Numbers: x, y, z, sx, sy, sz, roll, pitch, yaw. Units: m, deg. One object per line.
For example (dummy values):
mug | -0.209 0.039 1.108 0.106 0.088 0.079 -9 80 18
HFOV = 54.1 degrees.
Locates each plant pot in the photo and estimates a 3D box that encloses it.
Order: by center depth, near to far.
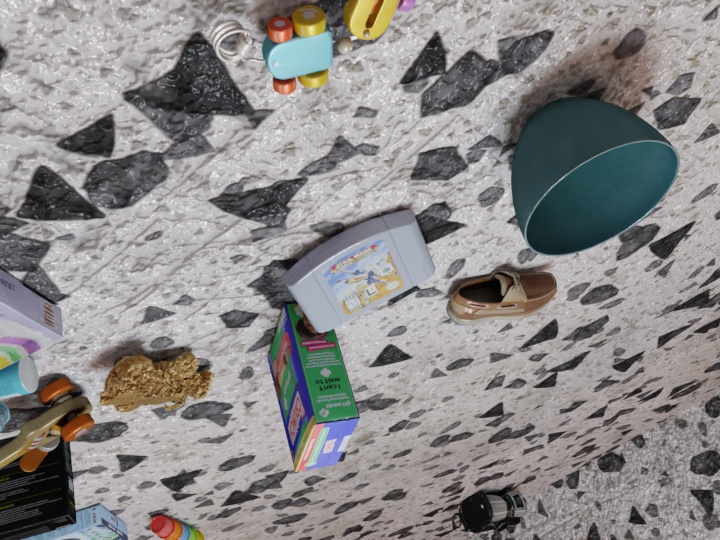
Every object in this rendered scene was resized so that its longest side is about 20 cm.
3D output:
plant pot | 0.266 -0.133 0.873 0.197 0.136 0.201 -15 148 -10

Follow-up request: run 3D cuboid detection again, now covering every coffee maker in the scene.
coffee maker | 0.447 0.834 2.446 0.198 0.137 0.191 11 160 -39

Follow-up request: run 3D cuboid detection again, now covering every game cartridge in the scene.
game cartridge | 0.000 0.000 0.981 0.198 0.042 0.134 -28 140 2

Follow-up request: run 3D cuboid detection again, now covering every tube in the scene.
tube | -0.533 0.163 0.934 0.197 0.051 0.078 -15 148 -1

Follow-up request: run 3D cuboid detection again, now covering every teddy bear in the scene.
teddy bear | -0.307 0.168 1.066 0.144 0.068 0.199 -32 154 34

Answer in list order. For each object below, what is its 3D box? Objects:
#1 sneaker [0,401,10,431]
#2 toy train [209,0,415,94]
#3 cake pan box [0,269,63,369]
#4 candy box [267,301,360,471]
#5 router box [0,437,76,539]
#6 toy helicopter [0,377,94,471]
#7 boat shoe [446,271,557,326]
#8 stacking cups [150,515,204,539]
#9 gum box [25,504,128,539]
sneaker | -0.566 0.230 0.983 0.197 0.086 0.079 -14 109 24
toy train | -0.036 -0.249 0.607 0.199 0.056 0.150 -39 143 20
cake pan box | -0.478 0.059 0.805 0.182 0.053 0.200 -27 147 4
candy box | -0.076 0.176 1.069 0.076 0.202 0.170 -6 145 -22
router box | -0.550 0.341 1.086 0.197 0.151 0.051 -12 147 -14
toy helicopter | -0.481 0.248 1.016 0.199 0.079 0.132 -33 171 -26
boat shoe | 0.241 0.039 1.174 0.197 0.076 0.072 -15 146 -12
stacking cups | -0.437 0.619 1.660 0.060 0.061 0.201 -22 144 2
gum box | -0.613 0.564 1.479 0.197 0.045 0.171 -16 147 -7
